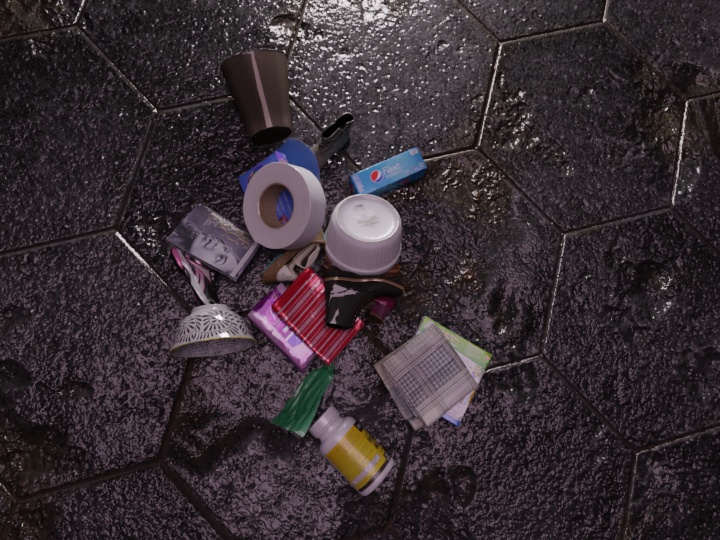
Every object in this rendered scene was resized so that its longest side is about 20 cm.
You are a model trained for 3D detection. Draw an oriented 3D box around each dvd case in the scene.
[{"bbox_3d":[-0.357,-0.075,1.503,0.198,0.016,0.150,29,51,1],"label":"dvd case"}]

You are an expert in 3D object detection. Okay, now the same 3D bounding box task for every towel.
[{"bbox_3d":[-0.100,0.106,1.443,0.200,0.022,0.145,45,66,-1],"label":"towel"},{"bbox_3d":[0.158,0.257,1.459,0.199,0.035,0.194,-33,83,-10],"label":"towel"}]

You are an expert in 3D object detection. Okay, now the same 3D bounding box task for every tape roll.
[{"bbox_3d":[-0.182,-0.150,1.433,0.200,0.071,0.206,1,91,28],"label":"tape roll"}]

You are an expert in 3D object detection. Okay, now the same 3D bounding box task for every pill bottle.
[{"bbox_3d":[-0.026,0.416,1.412,0.200,0.111,0.111,44,78,4],"label":"pill bottle"}]

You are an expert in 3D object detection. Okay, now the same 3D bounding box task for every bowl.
[{"bbox_3d":[-0.345,0.135,1.400,0.197,0.201,0.096,-8,75,-7],"label":"bowl"}]

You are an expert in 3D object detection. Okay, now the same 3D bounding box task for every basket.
[{"bbox_3d":[-0.255,-0.445,1.565,0.177,0.136,0.203,-12,83,-13],"label":"basket"}]

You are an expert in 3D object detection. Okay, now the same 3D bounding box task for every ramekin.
[{"bbox_3d":[0.010,-0.094,1.486,0.197,0.106,0.202,4,51,-5],"label":"ramekin"}]

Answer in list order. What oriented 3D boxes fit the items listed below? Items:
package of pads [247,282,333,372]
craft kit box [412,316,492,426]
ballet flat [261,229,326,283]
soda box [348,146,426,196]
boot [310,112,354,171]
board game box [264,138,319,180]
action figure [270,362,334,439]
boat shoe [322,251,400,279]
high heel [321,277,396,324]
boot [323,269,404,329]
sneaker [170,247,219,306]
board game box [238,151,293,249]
[{"bbox_3d":[-0.169,0.139,1.476,0.200,0.076,0.121,44,74,5],"label":"package of pads"},{"bbox_3d":[0.198,0.250,1.502,0.198,0.049,0.199,30,80,2],"label":"craft kit box"},{"bbox_3d":[-0.159,-0.022,1.488,0.200,0.068,0.073,-42,59,6],"label":"ballet flat"},{"bbox_3d":[0.070,-0.247,1.581,0.198,0.068,0.065,-24,80,-9],"label":"soda box"},{"bbox_3d":[-0.099,-0.321,1.550,0.068,0.131,0.200,44,78,6],"label":"boot"},{"bbox_3d":[-0.180,-0.235,1.546,0.199,0.039,0.160,-34,75,25],"label":"board game box"},{"bbox_3d":[-0.118,0.302,1.446,0.117,0.055,0.201,12,56,38],"label":"action figure"},{"bbox_3d":[0.000,0.000,1.530,0.197,0.071,0.071,10,115,1],"label":"boat shoe"},{"bbox_3d":[-0.008,0.054,1.527,0.198,0.068,0.097,31,54,3],"label":"high heel"},{"bbox_3d":[0.006,0.084,1.443,0.197,0.078,0.141,6,71,-8],"label":"boot"},{"bbox_3d":[-0.385,0.014,1.485,0.086,0.080,0.202,-30,88,-21],"label":"sneaker"},{"bbox_3d":[-0.215,-0.174,1.517,0.133,0.045,0.203,-27,79,27],"label":"board game box"}]
